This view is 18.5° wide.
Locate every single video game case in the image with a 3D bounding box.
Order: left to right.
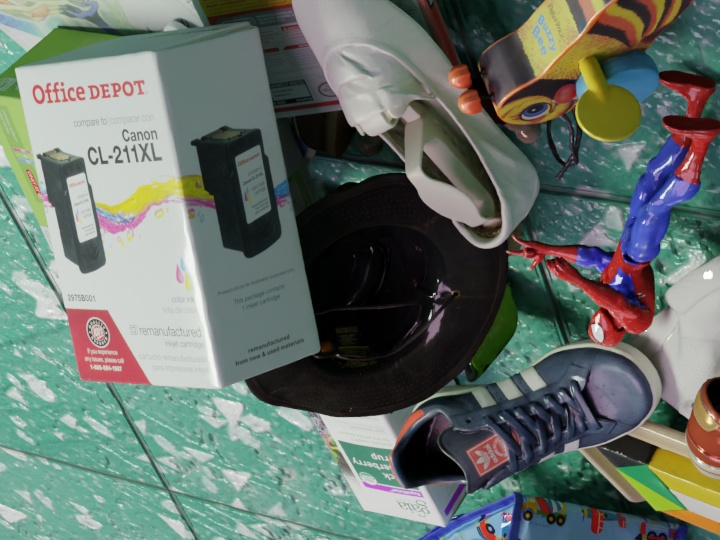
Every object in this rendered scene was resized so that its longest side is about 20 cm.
[{"bbox_3d":[-0.157,-0.167,1.495,0.182,0.022,0.200,41,148,-12],"label":"video game case"},{"bbox_3d":[-0.036,-0.174,1.272,0.143,0.017,0.200,-5,132,24],"label":"video game case"}]

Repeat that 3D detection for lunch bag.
[{"bbox_3d":[0.133,0.236,1.698,0.150,0.094,0.200,13,164,-22],"label":"lunch bag"}]

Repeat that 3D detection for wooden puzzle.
[{"bbox_3d":[0.243,0.153,1.507,0.200,0.037,0.185,14,162,34],"label":"wooden puzzle"}]

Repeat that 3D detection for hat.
[{"bbox_3d":[0.000,0.000,1.416,0.200,0.081,0.201,-10,133,-11],"label":"hat"}]

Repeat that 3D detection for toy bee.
[{"bbox_3d":[0.112,-0.113,1.233,0.131,0.109,0.200,56,143,42],"label":"toy bee"}]

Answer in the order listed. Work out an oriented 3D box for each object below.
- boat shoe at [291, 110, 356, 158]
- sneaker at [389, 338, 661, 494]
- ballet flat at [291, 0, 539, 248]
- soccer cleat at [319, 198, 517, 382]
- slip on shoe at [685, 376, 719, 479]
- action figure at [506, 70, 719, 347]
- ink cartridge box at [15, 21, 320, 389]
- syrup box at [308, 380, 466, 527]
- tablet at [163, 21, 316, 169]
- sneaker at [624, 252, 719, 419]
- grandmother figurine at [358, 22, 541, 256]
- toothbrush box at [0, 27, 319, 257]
[{"bbox_3d":[-0.026,-0.154,1.354,0.070,0.070,0.200,18,138,10],"label":"boat shoe"},{"bbox_3d":[0.104,0.105,1.447,0.200,0.085,0.075,-22,102,38],"label":"sneaker"},{"bbox_3d":[0.031,-0.088,1.275,0.200,0.069,0.069,45,146,-25],"label":"ballet flat"},{"bbox_3d":[0.012,0.009,1.531,0.200,0.081,0.068,24,147,13],"label":"soccer cleat"},{"bbox_3d":[0.296,0.082,1.334,0.200,0.074,0.061,-7,136,5],"label":"slip on shoe"},{"bbox_3d":[0.146,-0.030,1.327,0.099,0.065,0.200,7,133,-1],"label":"action figure"},{"bbox_3d":[-0.117,-0.038,1.313,0.146,0.083,0.200,0,104,48],"label":"ink cartridge box"},{"bbox_3d":[0.017,0.097,1.647,0.079,0.081,0.200,8,139,36],"label":"syrup box"},{"bbox_3d":[-0.100,-0.079,1.519,0.130,0.014,0.200,38,147,6],"label":"tablet"},{"bbox_3d":[0.231,0.041,1.373,0.089,0.075,0.200,55,161,14],"label":"sneaker"},{"bbox_3d":[0.052,-0.087,1.386,0.121,0.061,0.200,-11,135,14],"label":"grandmother figurine"},{"bbox_3d":[-0.139,-0.073,1.475,0.200,0.086,0.146,12,135,40],"label":"toothbrush box"}]
